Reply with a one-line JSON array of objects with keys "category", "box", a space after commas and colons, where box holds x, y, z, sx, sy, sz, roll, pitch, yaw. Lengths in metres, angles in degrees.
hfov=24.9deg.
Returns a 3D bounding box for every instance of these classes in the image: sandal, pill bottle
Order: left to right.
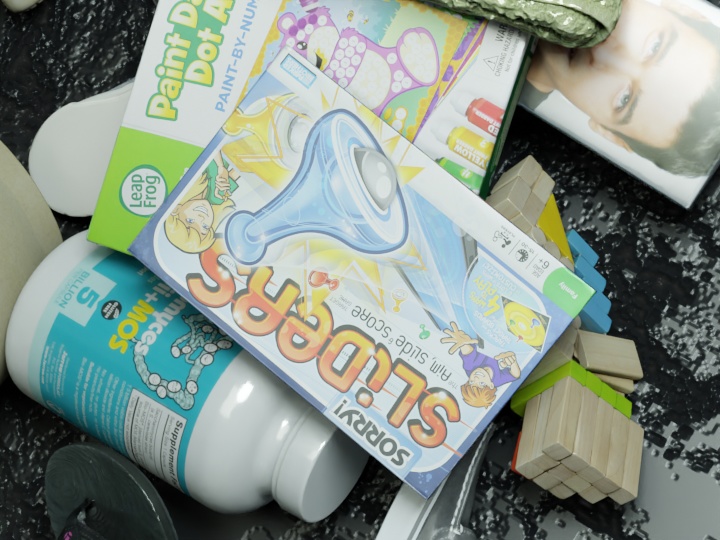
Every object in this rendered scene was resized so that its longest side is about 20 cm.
[{"category": "sandal", "box": [-0.127, 0.188, 0.878, 0.075, 0.048, 0.201, -23, 82, 27]}, {"category": "pill bottle", "box": [-0.091, 0.063, 0.906, 0.200, 0.111, 0.111, 27, 82, 23]}]

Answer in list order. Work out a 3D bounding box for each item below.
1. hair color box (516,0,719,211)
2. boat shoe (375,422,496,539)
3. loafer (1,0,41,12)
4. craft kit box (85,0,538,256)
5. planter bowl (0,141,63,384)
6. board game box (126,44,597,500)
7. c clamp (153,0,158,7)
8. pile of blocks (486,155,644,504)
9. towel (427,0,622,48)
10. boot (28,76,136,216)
[{"category": "hair color box", "box": [0.122, -0.127, 0.892, 0.200, 0.061, 0.099, 33, 97, 9]}, {"category": "boat shoe", "box": [0.034, 0.164, 0.859, 0.066, 0.070, 0.200, 25, 78, 6]}, {"category": "loafer", "box": [-0.189, -0.264, 1.057, 0.200, 0.068, 0.076, -59, 28, -6]}, {"category": "craft kit box", "box": [-0.024, -0.079, 0.869, 0.197, 0.049, 0.200, 18, 95, 11]}, {"category": "planter bowl", "box": [-0.261, -0.011, 0.956, 0.200, 0.200, 0.135, 37, 60, 25]}, {"category": "board game box", "box": [0.000, 0.000, 0.825, 0.200, 0.034, 0.135, 38, 95, 7]}, {"category": "c clamp", "box": [-0.079, -0.259, 1.027, 0.200, 0.027, 0.171, -41, 62, 26]}, {"category": "pile of blocks", "box": [0.099, 0.039, 0.886, 0.062, 0.082, 0.200, -35, 53, 40]}, {"category": "towel", "box": [0.050, -0.192, 0.837, 0.200, 0.037, 0.148, 18, 57, 9]}, {"category": "boot", "box": [-0.110, -0.089, 0.992, 0.200, 0.090, 0.073, -20, 89, 39]}]
